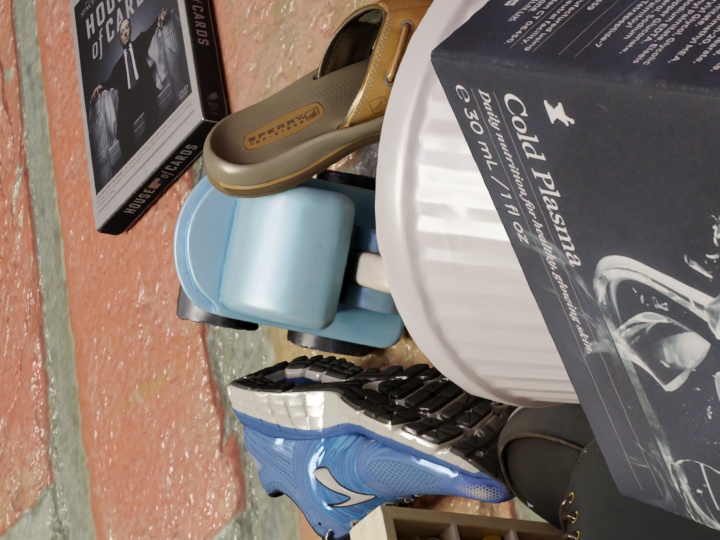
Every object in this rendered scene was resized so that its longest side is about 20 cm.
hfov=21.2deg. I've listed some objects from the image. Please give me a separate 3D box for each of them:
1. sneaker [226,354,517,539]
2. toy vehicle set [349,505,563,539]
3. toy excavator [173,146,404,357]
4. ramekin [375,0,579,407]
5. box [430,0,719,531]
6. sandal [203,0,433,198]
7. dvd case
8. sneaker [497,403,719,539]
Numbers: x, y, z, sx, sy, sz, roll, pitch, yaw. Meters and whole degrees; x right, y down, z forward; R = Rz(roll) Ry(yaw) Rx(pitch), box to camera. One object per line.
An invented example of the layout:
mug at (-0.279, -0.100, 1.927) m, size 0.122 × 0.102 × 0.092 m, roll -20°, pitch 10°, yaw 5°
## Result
sneaker at (0.015, 0.098, 0.990) m, size 0.199 × 0.078 × 0.090 m, roll 5°, pitch 110°, yaw 49°
toy vehicle set at (0.070, 0.202, 0.823) m, size 0.027 × 0.124 × 0.201 m, roll -42°, pitch 50°, yaw 42°
toy excavator at (0.000, 0.000, 0.984) m, size 0.200 × 0.193 × 0.101 m, roll -145°, pitch 66°, yaw -83°
ramekin at (0.108, -0.038, 0.771) m, size 0.094 × 0.202 × 0.204 m, roll 12°, pitch 92°, yaw 46°
box at (0.156, -0.011, 0.620) m, size 0.196 × 0.124 × 0.201 m, roll 14°, pitch 137°, yaw 51°
sandal at (0.005, -0.104, 0.968) m, size 0.199 × 0.054 × 0.080 m, roll -26°, pitch 36°, yaw 2°
dvd case at (-0.149, -0.147, 1.323) m, size 0.150 × 0.025 × 0.201 m, roll -41°, pitch 51°, yaw 43°
sneaker at (0.100, 0.114, 0.801) m, size 0.200 × 0.106 × 0.075 m, roll 17°, pitch 138°, yaw 55°
